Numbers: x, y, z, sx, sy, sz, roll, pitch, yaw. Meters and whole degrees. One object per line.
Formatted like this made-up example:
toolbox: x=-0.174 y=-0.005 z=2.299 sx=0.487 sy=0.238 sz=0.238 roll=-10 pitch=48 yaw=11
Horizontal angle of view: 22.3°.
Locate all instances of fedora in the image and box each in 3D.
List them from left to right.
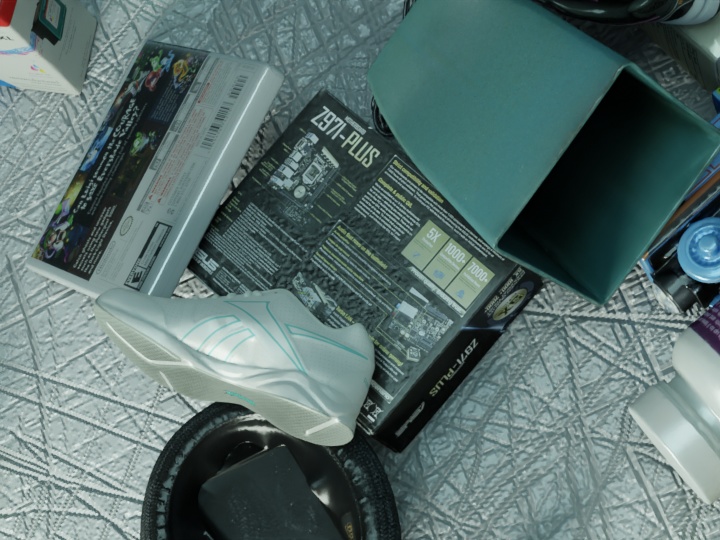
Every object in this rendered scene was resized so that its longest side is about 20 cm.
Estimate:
fedora: x=-0.054 y=0.185 z=1.252 sx=0.199 sy=0.092 sz=0.203 roll=-5 pitch=70 yaw=15

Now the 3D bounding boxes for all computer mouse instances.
computer mouse: x=0.111 y=-0.151 z=1.329 sx=0.198 sy=0.046 sz=0.142 roll=11 pitch=85 yaw=28

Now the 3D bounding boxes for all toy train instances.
toy train: x=0.263 y=-0.062 z=1.248 sx=0.200 sy=0.087 sz=0.114 roll=-42 pitch=60 yaw=3

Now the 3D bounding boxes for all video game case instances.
video game case: x=-0.154 y=-0.071 z=1.339 sx=0.181 sy=0.023 sz=0.201 roll=18 pitch=79 yaw=51

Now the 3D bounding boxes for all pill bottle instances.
pill bottle: x=0.276 y=0.057 z=1.192 sx=0.200 sy=0.112 sz=0.113 roll=-40 pitch=69 yaw=1

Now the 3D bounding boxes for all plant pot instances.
plant pot: x=0.106 y=-0.103 z=1.220 sx=0.142 sy=0.141 sz=0.200 roll=-54 pitch=50 yaw=9

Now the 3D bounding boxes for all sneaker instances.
sneaker: x=-0.083 y=0.048 z=1.225 sx=0.199 sy=0.071 sz=0.081 roll=20 pitch=65 yaw=11
sneaker: x=0.138 y=-0.206 z=1.219 sx=0.199 sy=0.086 sz=0.081 roll=11 pitch=108 yaw=39

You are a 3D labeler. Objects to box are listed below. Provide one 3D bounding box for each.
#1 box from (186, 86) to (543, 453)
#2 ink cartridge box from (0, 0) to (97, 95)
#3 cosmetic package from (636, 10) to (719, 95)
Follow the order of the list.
box: x=0.000 y=0.000 z=1.293 sx=0.200 sy=0.086 sz=0.164 roll=40 pitch=88 yaw=21
ink cartridge box: x=-0.289 y=-0.202 z=1.363 sx=0.115 sy=0.200 sz=0.068 roll=8 pitch=77 yaw=17
cosmetic package: x=0.216 y=-0.223 z=1.292 sx=0.087 sy=0.103 sz=0.200 roll=-43 pitch=71 yaw=1
